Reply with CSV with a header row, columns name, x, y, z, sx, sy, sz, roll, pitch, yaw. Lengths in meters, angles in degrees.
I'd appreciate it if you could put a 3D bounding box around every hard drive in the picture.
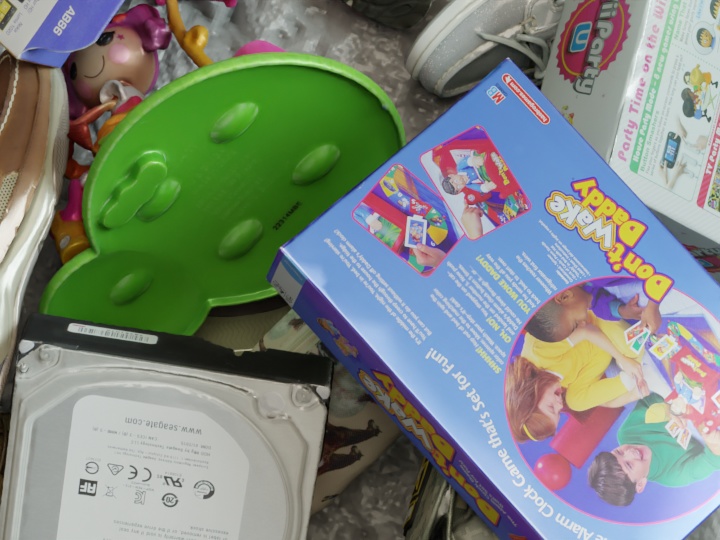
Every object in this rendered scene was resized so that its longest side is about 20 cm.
name,x,y,z,sx,sy,sz,roll,pitch,yaw
hard drive,-0.094,0.125,1.282,0.140,0.038,0.200,10,113,-1

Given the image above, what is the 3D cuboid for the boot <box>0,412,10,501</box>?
name,x,y,z,sx,sy,sz,roll,pitch,yaw
boot,-0.171,0.093,1.324,0.200,0.075,0.074,3,74,-3

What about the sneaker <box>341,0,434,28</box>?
name,x,y,z,sx,sy,sz,roll,pitch,yaw
sneaker,-0.015,-0.208,1.425,0.200,0.077,0.089,48,47,10

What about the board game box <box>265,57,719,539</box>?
name,x,y,z,sx,sy,sz,roll,pitch,yaw
board game box,0.077,0.029,1.199,0.134,0.045,0.200,-40,83,-18

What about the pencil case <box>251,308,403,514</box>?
name,x,y,z,sx,sy,sz,roll,pitch,yaw
pencil case,-0.002,0.036,1.305,0.200,0.089,0.078,-43,40,16

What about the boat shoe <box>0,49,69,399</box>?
name,x,y,z,sx,sy,sz,roll,pitch,yaw
boat shoe,-0.181,-0.016,1.285,0.072,0.076,0.200,20,62,-16

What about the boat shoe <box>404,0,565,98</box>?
name,x,y,z,sx,sy,sz,roll,pitch,yaw
boat shoe,0.119,-0.127,1.396,0.202,0.074,0.065,-22,73,-15

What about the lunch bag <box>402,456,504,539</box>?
name,x,y,z,sx,sy,sz,roll,pitch,yaw
lunch bag,0.077,0.138,1.277,0.117,0.164,0.200,-15,77,-9

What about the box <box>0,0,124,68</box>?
name,x,y,z,sx,sy,sz,roll,pitch,yaw
box,-0.162,-0.185,1.307,0.200,0.041,0.119,43,106,21

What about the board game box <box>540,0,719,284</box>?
name,x,y,z,sx,sy,sz,roll,pitch,yaw
board game box,0.179,-0.070,1.328,0.200,0.064,0.148,26,74,-35

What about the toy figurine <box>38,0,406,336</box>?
name,x,y,z,sx,sy,sz,roll,pitch,yaw
toy figurine,-0.093,-0.082,1.351,0.200,0.150,0.184,-45,43,23

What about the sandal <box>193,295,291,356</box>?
name,x,y,z,sx,sy,sz,roll,pitch,yaw
sandal,-0.001,0.001,1.363,0.201,0.057,0.080,-14,74,-5
